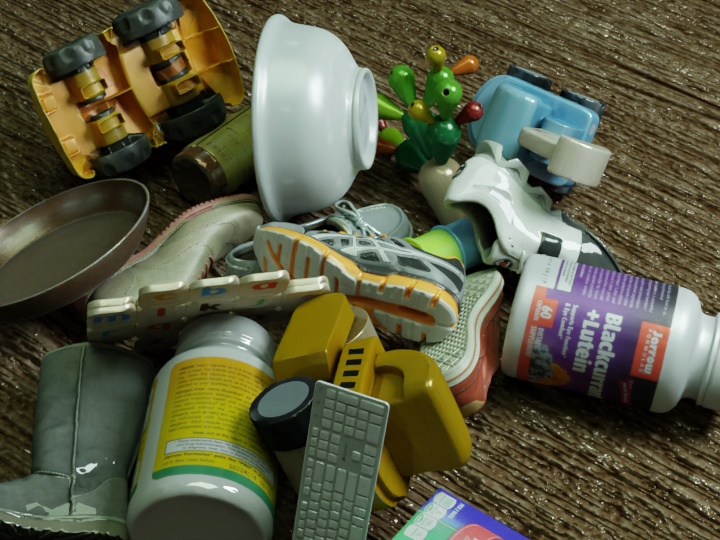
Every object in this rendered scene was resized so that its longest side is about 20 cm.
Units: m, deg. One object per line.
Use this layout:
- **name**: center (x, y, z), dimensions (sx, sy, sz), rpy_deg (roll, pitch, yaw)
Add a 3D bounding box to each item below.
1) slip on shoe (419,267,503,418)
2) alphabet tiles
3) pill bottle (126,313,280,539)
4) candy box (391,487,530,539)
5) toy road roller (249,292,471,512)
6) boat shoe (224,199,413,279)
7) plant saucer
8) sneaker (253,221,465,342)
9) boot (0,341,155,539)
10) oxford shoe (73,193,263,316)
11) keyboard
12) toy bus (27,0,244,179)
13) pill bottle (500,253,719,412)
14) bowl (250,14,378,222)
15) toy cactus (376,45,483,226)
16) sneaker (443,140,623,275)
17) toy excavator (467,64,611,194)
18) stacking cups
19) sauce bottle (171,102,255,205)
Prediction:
- **slip on shoe**: center (0.094, 0.061, 1.371), dimensions (0.074, 0.061, 0.200), rpy_deg (-19, 24, 21)
- **alphabet tiles**: center (-0.129, 0.033, 1.291), dimensions (0.199, 0.196, 0.015), rpy_deg (-6, 75, -11)
- **pill bottle**: center (-0.117, 0.133, 1.230), dimensions (0.112, 0.113, 0.200), rpy_deg (4, 42, -1)
- **candy box**: center (0.090, 0.276, 1.117), dimensions (0.200, 0.077, 0.169), rpy_deg (29, 47, 22)
- **toy road roller**: center (0.013, 0.105, 1.215), dimensions (0.146, 0.123, 0.200), rpy_deg (-15, 28, 19)
- **boat shoe**: center (-0.037, -0.020, 1.437), dimensions (0.202, 0.065, 0.074), rpy_deg (-20, 48, -24)
- **plant saucer**: center (-0.273, -0.014, 1.383), dimensions (0.200, 0.035, 0.200), rpy_deg (-21, 28, 11)
- **sneaker**: center (0.000, 0.000, 1.355), dimensions (0.200, 0.078, 0.077), rpy_deg (21, 44, 12)
- **boot**: center (-0.256, 0.140, 1.240), dimensions (0.181, 0.073, 0.200), rpy_deg (9, 48, -16)
- **oxford shoe**: center (-0.160, 0.001, 1.407), dimensions (0.200, 0.071, 0.075), rpy_deg (-34, 57, -22)
- **keyboard**: center (-0.019, 0.171, 1.134), dimensions (0.056, 0.200, 0.011), rpy_deg (20, 32, 19)
- **toy bus**: center (-0.248, -0.185, 1.554), dimensions (0.200, 0.136, 0.192), rpy_deg (-32, 19, -23)
- **pill bottle**: center (0.230, 0.060, 1.339), dimensions (0.200, 0.112, 0.112), rpy_deg (13, 43, 10)
- **bowl**: center (-0.036, -0.143, 1.463), dimensions (0.090, 0.201, 0.201), rpy_deg (2, 41, 12)
- **toy cactus**: center (0.072, -0.125, 1.520), dimensions (0.102, 0.200, 0.165), rpy_deg (-20, 87, -31)
- **sneaker**: center (0.157, -0.020, 1.426), dimensions (0.200, 0.074, 0.089), rpy_deg (42, 66, -1)
- **toy excavator**: center (0.171, -0.126, 1.479), dimensions (0.194, 0.100, 0.200), rpy_deg (28, 15, 26)
- **stacking cups**: center (0.096, -0.019, 1.462), dimensions (0.200, 0.061, 0.060), rpy_deg (-21, 48, -33)
- **sauce bottle**: center (-0.104, -0.136, 1.559), dimensions (0.066, 0.066, 0.200), rpy_deg (30, 49, 25)
